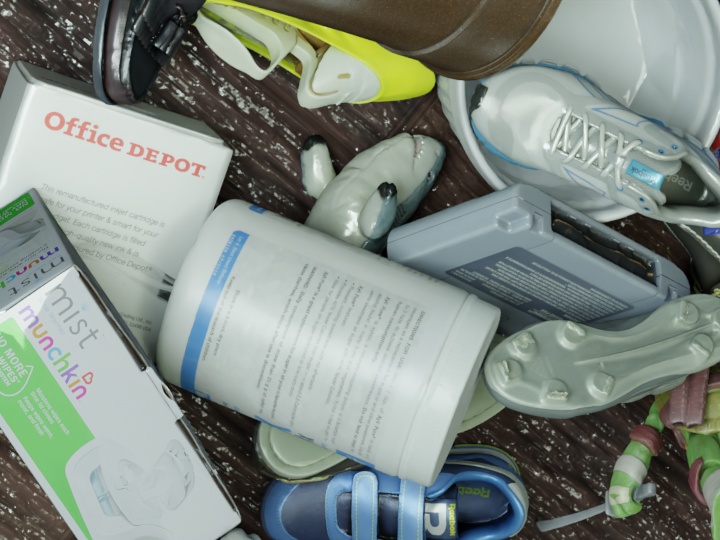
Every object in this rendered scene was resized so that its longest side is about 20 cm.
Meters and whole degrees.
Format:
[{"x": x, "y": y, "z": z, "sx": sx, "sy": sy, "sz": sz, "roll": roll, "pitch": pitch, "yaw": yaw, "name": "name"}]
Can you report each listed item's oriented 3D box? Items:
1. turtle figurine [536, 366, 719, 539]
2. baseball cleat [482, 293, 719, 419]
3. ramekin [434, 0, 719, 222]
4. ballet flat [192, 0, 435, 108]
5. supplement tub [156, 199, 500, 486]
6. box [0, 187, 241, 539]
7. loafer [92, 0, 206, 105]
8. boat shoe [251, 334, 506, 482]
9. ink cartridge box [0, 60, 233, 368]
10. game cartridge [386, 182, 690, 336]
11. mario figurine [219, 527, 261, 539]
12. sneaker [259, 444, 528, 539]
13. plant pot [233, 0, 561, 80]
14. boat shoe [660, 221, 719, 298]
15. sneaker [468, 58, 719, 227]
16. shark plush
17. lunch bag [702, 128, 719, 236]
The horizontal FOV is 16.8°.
[{"x": 0.255, "y": 0.154, "z": 1.742, "sx": 0.143, "sy": 0.194, "sz": 0.201, "roll": 22, "pitch": 101, "yaw": -23, "name": "turtle figurine"}, {"x": 0.163, "y": 0.071, "z": 1.657, "sx": 0.198, "sy": 0.107, "sz": 0.070, "roll": -9, "pitch": 69, "yaw": -23, "name": "baseball cleat"}, {"x": 0.145, "y": -0.140, "z": 1.673, "sx": 0.198, "sy": 0.105, "sz": 0.202, "roll": -4, "pitch": 106, "yaw": -15, "name": "ramekin"}, {"x": -0.043, "y": -0.148, "z": 1.631, "sx": 0.199, "sy": 0.067, "sz": 0.067, "roll": 28, "pitch": 57, "yaw": -18, "name": "ballet flat"}, {"x": -0.022, "y": 0.046, "z": 1.600, "sx": 0.199, "sy": 0.132, "sz": 0.133, "roll": 23, "pitch": 99, "yaw": 7, "name": "supplement tub"}, {"x": -0.173, "y": 0.072, "z": 1.508, "sx": 0.096, "sy": 0.177, "sz": 0.201, "roll": -32, "pitch": 113, "yaw": -4, "name": "box"}, {"x": -0.119, "y": -0.198, "z": 1.558, "sx": 0.062, "sy": 0.072, "sz": 0.202, "roll": 9, "pitch": 73, "yaw": 17, "name": "loafer"}, {"x": 0.017, "y": 0.094, "z": 1.702, "sx": 0.200, "sy": 0.061, "sz": 0.072, "roll": -17, "pitch": 81, "yaw": -17, "name": "boat shoe"}, {"x": -0.189, "y": -0.020, "z": 1.616, "sx": 0.145, "sy": 0.084, "sz": 0.201, "roll": 18, "pitch": 99, "yaw": -19, "name": "ink cartridge box"}, {"x": 0.117, "y": 0.001, "z": 1.677, "sx": 0.199, "sy": 0.133, "sz": 0.042, "roll": 26, "pitch": 60, "yaw": -43, "name": "game cartridge"}, {"x": -0.063, "y": 0.252, "z": 1.748, "sx": 0.198, "sy": 0.124, "sz": 0.107, "roll": 2, "pitch": 63, "yaw": -9, "name": "mario figurine"}, {"x": 0.028, "y": 0.164, "z": 1.734, "sx": 0.198, "sy": 0.082, "sz": 0.075, "roll": -5, "pitch": 108, "yaw": -13, "name": "sneaker"}, {"x": 0.002, "y": -0.230, "z": 1.527, "sx": 0.197, "sy": 0.200, "sz": 0.202, "roll": 5, "pitch": 104, "yaw": -37, "name": "plant pot"}, {"x": 0.281, "y": 0.016, "z": 1.774, "sx": 0.201, "sy": 0.072, "sz": 0.061, "roll": 41, "pitch": 87, "yaw": -24, "name": "boat shoe"}, {"x": 0.166, "y": -0.079, "z": 1.595, "sx": 0.199, "sy": 0.087, "sz": 0.075, "roll": 19, "pitch": 100, "yaw": -19, "name": "sneaker"}, {"x": 0.000, "y": 0.000, "z": 1.692, "sx": 0.083, "sy": 0.090, "sz": 0.202, "roll": 6, "pitch": 100, "yaw": -49, "name": "shark plush"}, {"x": 0.307, "y": -0.121, "z": 1.651, "sx": 0.093, "sy": 0.200, "sz": 0.152, "roll": 2, "pitch": 73, "yaw": -18, "name": "lunch bag"}]
